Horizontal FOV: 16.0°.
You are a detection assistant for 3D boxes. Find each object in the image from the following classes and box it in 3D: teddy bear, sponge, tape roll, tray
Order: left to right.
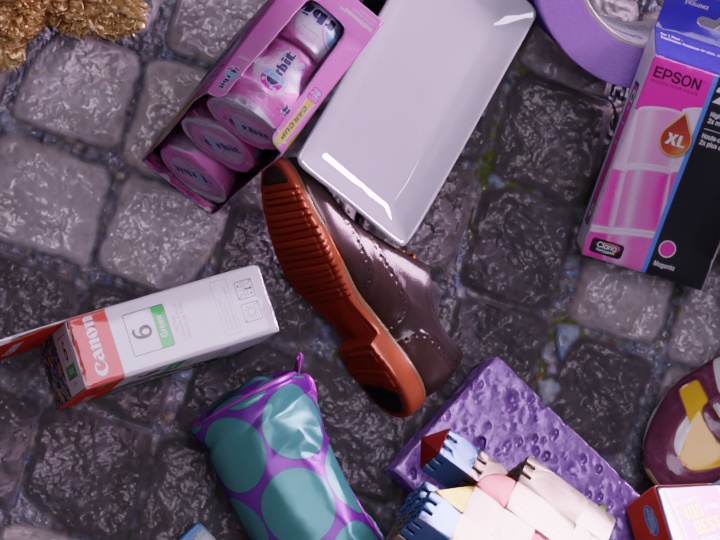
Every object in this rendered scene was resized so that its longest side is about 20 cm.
[{"bbox_3d":[-0.196,-0.214,1.725,0.200,0.067,0.145,-13,82,-19],"label":"teddy bear"},{"bbox_3d":[0.036,-0.127,1.736,0.107,0.022,0.200,39,71,-29],"label":"tray"},{"bbox_3d":[0.125,0.166,1.773,0.200,0.030,0.112,44,72,-6],"label":"sponge"},{"bbox_3d":[0.209,-0.231,1.801,0.200,0.066,0.200,-5,112,-12],"label":"tape roll"}]

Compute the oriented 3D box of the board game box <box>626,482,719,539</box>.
[{"bbox_3d":[0.279,0.243,1.754,0.153,0.040,0.200,0,63,-30],"label":"board game box"}]

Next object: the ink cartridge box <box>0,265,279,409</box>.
[{"bbox_3d":[-0.163,0.053,1.664,0.200,0.109,0.050,-17,85,-18],"label":"ink cartridge box"}]

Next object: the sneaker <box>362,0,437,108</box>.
[{"bbox_3d":[0.040,-0.198,1.792,0.078,0.066,0.200,-12,83,-18],"label":"sneaker"}]

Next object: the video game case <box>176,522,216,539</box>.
[{"bbox_3d":[-0.092,0.288,1.692,0.143,0.018,0.200,-43,94,-18],"label":"video game case"}]

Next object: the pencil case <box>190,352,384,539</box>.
[{"bbox_3d":[-0.030,0.163,1.698,0.092,0.085,0.200,-30,90,-3],"label":"pencil case"}]

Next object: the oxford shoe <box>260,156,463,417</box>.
[{"bbox_3d":[0.000,0.000,1.742,0.073,0.071,0.200,-38,108,-26],"label":"oxford shoe"}]

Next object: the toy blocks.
[{"bbox_3d":[0.079,0.188,1.670,0.137,0.100,0.200,36,47,-8],"label":"toy blocks"}]

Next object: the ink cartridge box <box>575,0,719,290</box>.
[{"bbox_3d":[0.229,-0.092,1.797,0.095,0.037,0.200,16,104,-9],"label":"ink cartridge box"}]

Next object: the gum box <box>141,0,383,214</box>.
[{"bbox_3d":[-0.066,-0.118,1.675,0.066,0.200,0.114,38,71,-7],"label":"gum box"}]

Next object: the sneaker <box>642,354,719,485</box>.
[{"bbox_3d":[0.282,0.082,1.802,0.200,0.090,0.075,-41,93,-19],"label":"sneaker"}]
